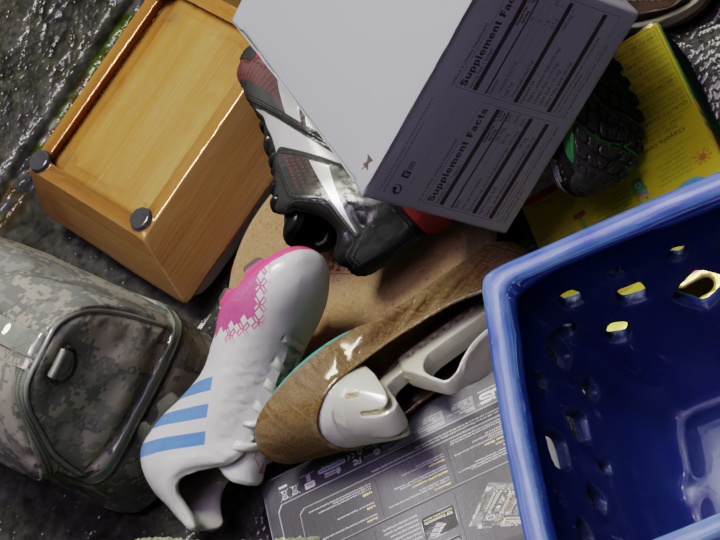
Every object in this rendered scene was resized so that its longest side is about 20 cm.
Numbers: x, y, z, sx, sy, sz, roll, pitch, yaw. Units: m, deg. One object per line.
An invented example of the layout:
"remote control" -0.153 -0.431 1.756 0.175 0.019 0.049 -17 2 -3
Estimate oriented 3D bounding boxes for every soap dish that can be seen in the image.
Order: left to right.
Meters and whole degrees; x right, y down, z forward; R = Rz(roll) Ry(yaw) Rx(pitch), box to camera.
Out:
"soap dish" -0.120 -0.097 1.677 0.157 0.081 0.200 31 85 39

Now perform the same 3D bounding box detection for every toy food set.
"toy food set" 0.000 0.000 1.573 0.198 0.049 0.200 -16 59 25

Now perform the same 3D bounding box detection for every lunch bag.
"lunch bag" -0.217 0.052 1.603 0.200 0.168 0.139 23 79 38

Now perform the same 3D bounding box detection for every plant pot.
"plant pot" 0.199 0.084 1.321 0.200 0.180 0.200 -23 55 20

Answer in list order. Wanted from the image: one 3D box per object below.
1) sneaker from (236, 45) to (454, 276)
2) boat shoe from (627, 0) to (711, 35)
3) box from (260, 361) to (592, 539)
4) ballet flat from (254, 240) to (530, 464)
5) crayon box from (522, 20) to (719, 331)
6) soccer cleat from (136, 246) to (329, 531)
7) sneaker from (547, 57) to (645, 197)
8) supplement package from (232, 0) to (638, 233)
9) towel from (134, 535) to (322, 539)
"sneaker" -0.029 -0.068 1.546 0.098 0.071 0.200 -46 55 2
"boat shoe" 0.127 -0.199 1.581 0.202 0.075 0.075 9 71 35
"box" 0.049 0.159 1.459 0.200 0.048 0.159 -28 55 18
"ballet flat" 0.030 0.058 1.459 0.200 0.068 0.072 -33 34 -5
"crayon box" 0.166 -0.036 1.487 0.127 0.051 0.200 -30 53 16
"soccer cleat" -0.065 0.076 1.508 0.200 0.070 0.086 -56 51 31
"sneaker" 0.110 -0.114 1.493 0.085 0.078 0.200 -35 43 21
"supplement package" 0.038 -0.148 1.443 0.156 0.111 0.200 -60 40 22
"towel" -0.092 0.230 1.479 0.200 0.036 0.149 -6 71 47
